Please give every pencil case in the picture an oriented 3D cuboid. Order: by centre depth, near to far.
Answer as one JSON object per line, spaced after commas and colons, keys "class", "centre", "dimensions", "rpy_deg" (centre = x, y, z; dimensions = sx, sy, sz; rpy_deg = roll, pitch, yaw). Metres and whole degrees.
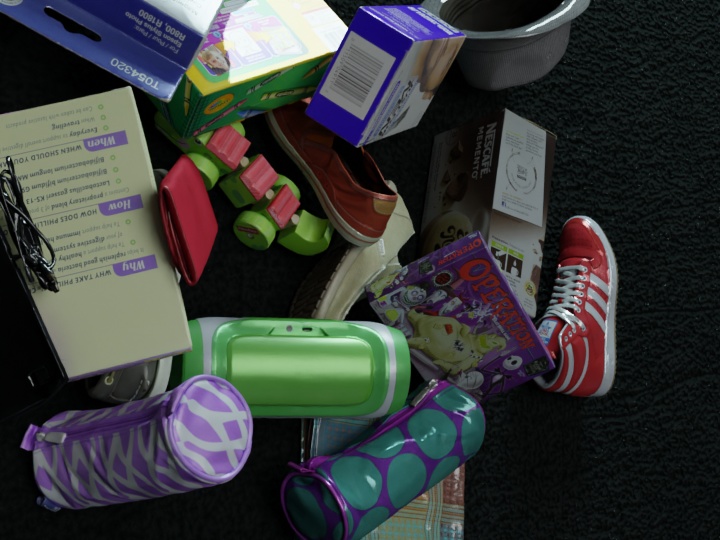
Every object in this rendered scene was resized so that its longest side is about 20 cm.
{"class": "pencil case", "centre": [-0.171, 0.130, 0.940], "dimensions": [0.086, 0.199, 0.084], "rpy_deg": [46, 46, -29]}
{"class": "pencil case", "centre": [0.022, 0.172, 1.125], "dimensions": [0.199, 0.085, 0.093], "rpy_deg": [-29, 115, -40]}

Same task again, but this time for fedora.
{"class": "fedora", "centre": [0.157, -0.256, 1.331], "dimensions": [0.200, 0.176, 0.091], "rpy_deg": [-47, 138, -38]}

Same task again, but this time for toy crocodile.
{"class": "toy crocodile", "centre": [-0.105, -0.085, 1.124], "dimensions": [0.200, 0.062, 0.068], "rpy_deg": [47, 56, -20]}

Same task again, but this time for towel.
{"class": "towel", "centre": [0.025, 0.202, 1.189], "dimensions": [0.199, 0.022, 0.148], "rpy_deg": [13, 73, -36]}

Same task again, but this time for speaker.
{"class": "speaker", "centre": [-0.061, 0.085, 1.073], "dimensions": [0.198, 0.088, 0.089], "rpy_deg": [3, 78, -18]}

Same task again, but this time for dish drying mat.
{"class": "dish drying mat", "centre": [-0.137, -0.045, 0.979], "dimensions": [0.018, 0.200, 0.077], "rpy_deg": [-15, 103, 1]}

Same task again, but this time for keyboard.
{"class": "keyboard", "centre": [-0.257, 0.000, 0.875], "dimensions": [0.201, 0.103, 0.040], "rpy_deg": [66, 15, 0]}

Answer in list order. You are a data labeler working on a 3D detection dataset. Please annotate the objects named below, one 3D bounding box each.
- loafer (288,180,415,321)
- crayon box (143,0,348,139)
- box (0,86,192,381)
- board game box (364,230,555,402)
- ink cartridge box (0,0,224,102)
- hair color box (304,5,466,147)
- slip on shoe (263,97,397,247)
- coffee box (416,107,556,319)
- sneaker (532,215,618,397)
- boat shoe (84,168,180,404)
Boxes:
{"class": "loafer", "centre": [0.000, 0.000, 1.179], "dimensions": [0.068, 0.076, 0.201], "rpy_deg": [41, 57, -17]}
{"class": "crayon box", "centre": [-0.110, -0.202, 1.115], "dimensions": [0.199, 0.058, 0.119], "rpy_deg": [-26, 68, -40]}
{"class": "box", "centre": [-0.233, -0.016, 0.938], "dimensions": [0.174, 0.097, 0.202], "rpy_deg": [-14, 87, -9]}
{"class": "board game box", "centre": [0.098, 0.055, 1.180], "dimensions": [0.200, 0.119, 0.032], "rpy_deg": [54, 10, -43]}
{"class": "ink cartridge box", "centre": [-0.206, -0.258, 1.030], "dimensions": [0.195, 0.043, 0.201], "rpy_deg": [28, 45, -12]}
{"class": "hair color box", "centre": [0.028, -0.186, 1.162], "dimensions": [0.065, 0.110, 0.200], "rpy_deg": [32, 20, 7]}
{"class": "slip on shoe", "centre": [-0.027, -0.114, 1.155], "dimensions": [0.074, 0.061, 0.201], "rpy_deg": [0, 50, -48]}
{"class": "coffee box", "centre": [0.125, -0.049, 1.266], "dimensions": [0.079, 0.113, 0.202], "rpy_deg": [22, 67, -33]}
{"class": "sneaker", "centre": [0.221, 0.037, 1.349], "dimensions": [0.112, 0.071, 0.202], "rpy_deg": [4, 80, -41]}
{"class": "boat shoe", "centre": [-0.190, 0.010, 1.028], "dimensions": [0.060, 0.072, 0.204], "rpy_deg": [12, 77, -41]}
